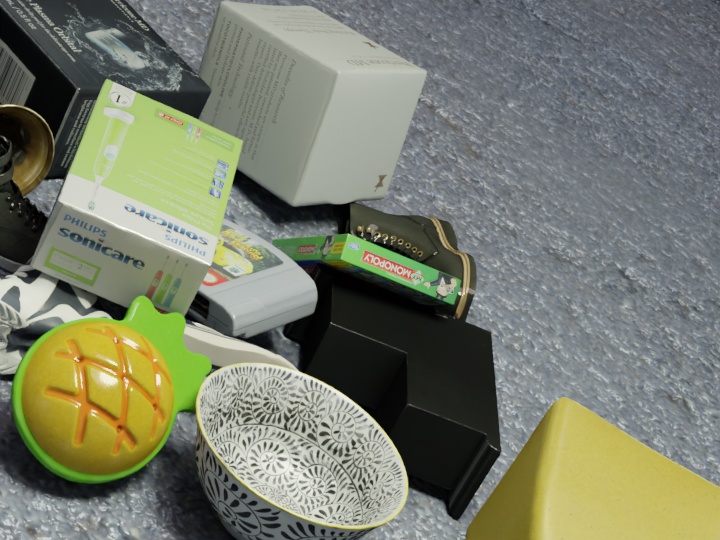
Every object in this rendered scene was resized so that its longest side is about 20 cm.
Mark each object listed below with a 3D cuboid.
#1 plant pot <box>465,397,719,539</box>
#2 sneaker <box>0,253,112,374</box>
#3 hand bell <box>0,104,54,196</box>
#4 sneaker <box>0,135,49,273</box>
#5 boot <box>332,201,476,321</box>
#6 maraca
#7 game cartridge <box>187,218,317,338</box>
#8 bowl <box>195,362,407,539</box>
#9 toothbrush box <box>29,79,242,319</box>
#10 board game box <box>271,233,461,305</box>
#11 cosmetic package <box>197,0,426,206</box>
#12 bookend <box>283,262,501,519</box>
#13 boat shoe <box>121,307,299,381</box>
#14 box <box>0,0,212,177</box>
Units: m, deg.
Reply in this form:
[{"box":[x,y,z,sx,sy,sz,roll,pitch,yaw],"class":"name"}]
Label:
[{"box":[0.193,0.275,1.512,0.194,0.195,0.200,30,34,0],"class":"plant pot"},{"box":[-0.309,0.027,1.546,0.197,0.080,0.130,10,27,-24],"class":"sneaker"},{"box":[-0.391,-0.159,1.781,0.103,0.105,0.200,9,23,-34],"class":"hand bell"},{"box":[-0.330,-0.065,1.649,0.198,0.100,0.071,25,26,-13],"class":"sneaker"},{"box":[0.046,-0.011,1.966,0.137,0.078,0.200,15,18,-19],"class":"boot"},{"box":[-0.207,0.099,1.473,0.199,0.107,0.138,-31,92,-43],"class":"maraca"},{"box":[-0.143,-0.002,1.732,0.199,0.041,0.132,31,30,34],"class":"game cartridge"},{"box":[-0.068,0.180,1.503,0.199,0.095,0.201,24,28,-13],"class":"bowl"},{"box":[-0.200,-0.064,1.595,0.144,0.086,0.201,23,35,-12],"class":"toothbrush box"},{"box":[0.000,0.000,1.808,0.133,0.029,0.200,21,-9,-22],"class":"board game box"},{"box":[-0.065,-0.192,2.007,0.199,0.168,0.167,33,25,32],"class":"cosmetic package"},{"box":[0.027,0.114,1.708,0.197,0.093,0.201,21,30,-13],"class":"bookend"},{"box":[-0.139,0.082,1.629,0.199,0.075,0.093,27,8,-30],"class":"boat shoe"},{"box":[-0.304,-0.206,1.890,0.199,0.118,0.197,-6,44,-50],"class":"box"}]
